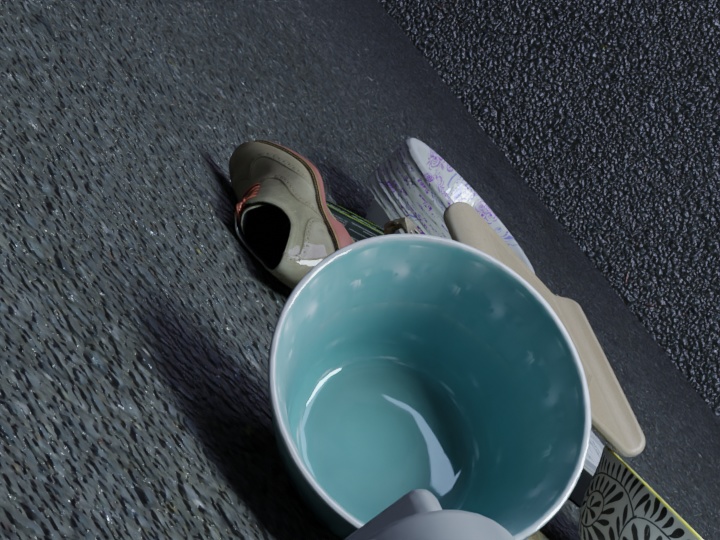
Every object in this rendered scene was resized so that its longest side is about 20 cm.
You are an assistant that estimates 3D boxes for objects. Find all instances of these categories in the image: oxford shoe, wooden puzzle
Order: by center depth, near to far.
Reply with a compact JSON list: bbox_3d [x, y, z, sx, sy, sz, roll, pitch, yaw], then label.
[{"bbox_3d":[-0.071,-0.053,1.366,0.074,0.071,0.200,19,21,-37],"label":"oxford shoe"},{"bbox_3d":[0.148,0.053,1.408,0.200,0.037,0.186,37,23,-43],"label":"wooden puzzle"}]

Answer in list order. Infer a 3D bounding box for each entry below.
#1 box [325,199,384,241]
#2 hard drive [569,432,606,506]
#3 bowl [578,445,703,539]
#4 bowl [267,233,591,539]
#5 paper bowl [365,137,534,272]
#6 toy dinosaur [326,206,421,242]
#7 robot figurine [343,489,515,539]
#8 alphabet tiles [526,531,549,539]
[{"bbox_3d":[0.035,-0.004,1.484,0.199,0.048,0.193,29,5,22],"label":"box"},{"bbox_3d":[0.206,0.181,1.698,0.200,0.038,0.140,41,14,-37],"label":"hard drive"},{"bbox_3d":[0.246,0.251,1.423,0.201,0.094,0.201,45,1,-1],"label":"bowl"},{"bbox_3d":[0.027,0.091,1.019,0.201,0.200,0.105,50,-32,10],"label":"bowl"},{"bbox_3d":[0.083,-0.033,1.778,0.201,0.104,0.201,46,11,-11],"label":"paper bowl"},{"bbox_3d":[0.000,0.000,1.352,0.058,0.101,0.202,-4,65,-50],"label":"toy dinosaur"},{"bbox_3d":[0.049,0.200,0.836,0.170,0.113,0.201,45,11,-35],"label":"robot figurine"},{"bbox_3d":[0.146,0.246,1.324,0.166,0.006,0.200,43,12,-24],"label":"alphabet tiles"}]
